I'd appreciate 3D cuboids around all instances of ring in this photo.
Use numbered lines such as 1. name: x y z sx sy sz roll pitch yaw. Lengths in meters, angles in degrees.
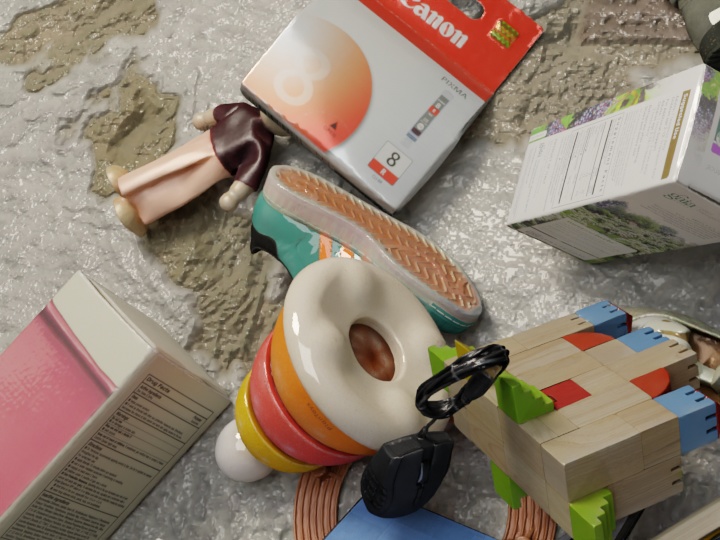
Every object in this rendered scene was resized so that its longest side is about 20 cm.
1. ring: 0.041 0.169 0.838 0.199 0.019 0.201 -8 66 18

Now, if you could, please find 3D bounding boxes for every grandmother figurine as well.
1. grandmother figurine: -0.117 -0.100 0.992 0.199 0.061 0.122 -29 61 10

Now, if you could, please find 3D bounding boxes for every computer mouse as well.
1. computer mouse: 0.046 0.106 0.713 0.058 0.200 0.034 -8 59 -22

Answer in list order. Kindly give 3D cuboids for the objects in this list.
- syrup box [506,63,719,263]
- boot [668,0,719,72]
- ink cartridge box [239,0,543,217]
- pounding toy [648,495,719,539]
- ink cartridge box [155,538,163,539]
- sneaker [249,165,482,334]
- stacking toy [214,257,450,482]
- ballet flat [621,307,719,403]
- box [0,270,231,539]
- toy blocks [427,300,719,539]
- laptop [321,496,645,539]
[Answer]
1. syrup box: 0.186 -0.063 0.776 0.200 0.078 0.082 -15 55 66
2. boot: 0.320 -0.237 0.873 0.199 0.068 0.131 -24 56 10
3. ink cartridge box: 0.028 -0.168 0.933 0.162 0.050 0.200 39 89 3
4. pounding toy: 0.206 0.246 0.668 0.200 0.142 0.185 -33 60 6
5. ink cartridge box: -0.079 0.248 0.762 0.200 0.176 0.045 32 83 29
6. sneaker: 0.000 0.000 0.904 0.200 0.071 0.080 34 119 18
7. stacking toy: -0.044 0.095 0.841 0.200 0.146 0.147 -37 55 37
8. ballet flat: 0.232 0.063 0.780 0.199 0.062 0.068 18 76 27
9. box: -0.222 0.123 0.900 0.200 0.128 0.109 -48 59 -3
10. toy blocks: 0.147 0.082 0.722 0.136 0.100 0.200 -18 24 -16
11. laptop: 0.045 0.182 0.704 0.116 0.187 0.200 45 133 5
